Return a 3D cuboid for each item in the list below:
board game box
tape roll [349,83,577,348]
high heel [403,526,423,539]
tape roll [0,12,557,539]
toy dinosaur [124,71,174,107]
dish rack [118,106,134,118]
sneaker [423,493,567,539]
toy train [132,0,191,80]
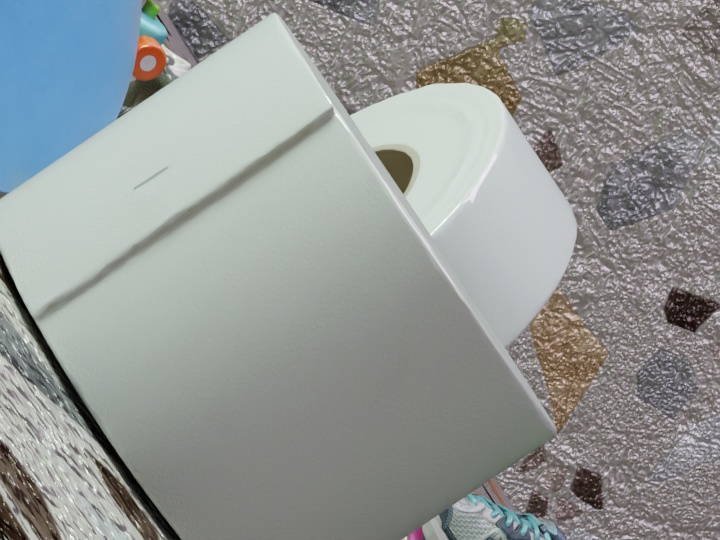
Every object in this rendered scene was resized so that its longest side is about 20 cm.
[{"bbox_3d":[-0.161,-0.128,1.209,0.158,0.039,0.200,-58,134,-46],"label":"board game box"},{"bbox_3d":[0.000,0.000,1.422,0.071,0.202,0.202,55,2,-23],"label":"tape roll"},{"bbox_3d":[0.009,0.131,1.432,0.096,0.067,0.200,44,-6,-24],"label":"high heel"},{"bbox_3d":[-0.034,0.019,1.179,0.203,0.139,0.203,55,3,-4],"label":"tape roll"},{"bbox_3d":[-0.108,-0.074,1.749,0.102,0.077,0.200,63,5,-5],"label":"toy dinosaur"},{"bbox_3d":[-0.152,-0.097,1.433,0.200,0.054,0.153,56,3,-2],"label":"dish rack"},{"bbox_3d":[0.095,0.191,2.115,0.200,0.086,0.078,55,2,-22],"label":"sneaker"},{"bbox_3d":[-0.168,-0.182,1.646,0.200,0.056,0.150,37,11,4],"label":"toy train"}]
